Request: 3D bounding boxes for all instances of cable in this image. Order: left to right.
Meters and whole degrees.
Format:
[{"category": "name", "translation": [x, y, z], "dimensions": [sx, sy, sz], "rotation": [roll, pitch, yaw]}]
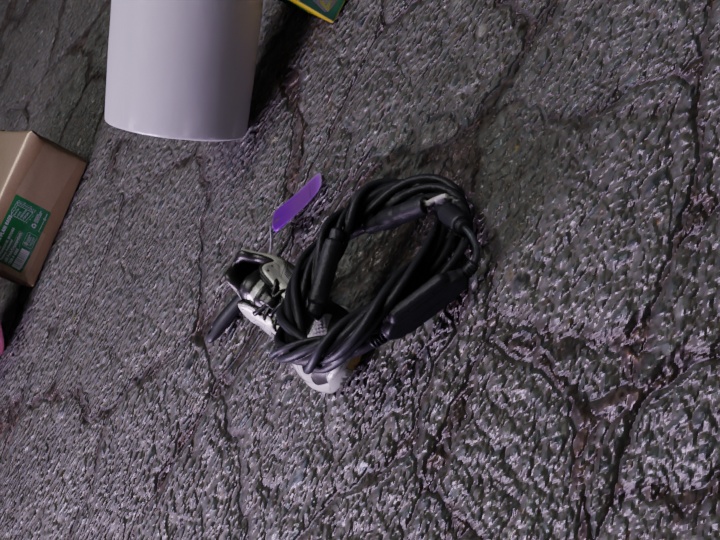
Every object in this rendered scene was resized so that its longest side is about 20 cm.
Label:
[{"category": "cable", "translation": [0.000, 0.000, 1.230], "dimensions": [0.200, 0.051, 0.164], "rotation": [-38, 38, 9]}]

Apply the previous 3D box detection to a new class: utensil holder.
[{"category": "utensil holder", "translation": [-0.190, -0.252, 1.671], "dimensions": [0.170, 0.169, 0.202], "rotation": [-145, 60, -63]}]

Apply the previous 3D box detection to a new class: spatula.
[{"category": "spatula", "translation": [-0.096, -0.009, 1.502], "dimensions": [0.201, 0.020, 0.057], "rotation": [-58, 14, 17]}]

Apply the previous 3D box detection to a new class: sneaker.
[{"category": "sneaker", "translation": [-0.063, 0.040, 1.329], "dimensions": [0.076, 0.087, 0.200], "rotation": [-59, 28, 4]}]

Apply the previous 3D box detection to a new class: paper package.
[{"category": "paper package", "translation": [-0.492, -0.092, 2.212], "dimensions": [0.190, 0.103, 0.201], "rotation": [9, 73, 63]}]

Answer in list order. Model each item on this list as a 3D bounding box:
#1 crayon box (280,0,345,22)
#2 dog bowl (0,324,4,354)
[{"category": "crayon box", "translation": [-0.032, -0.379, 1.679], "dimensions": [0.201, 0.058, 0.172], "rotation": [-62, 26, 5]}, {"category": "dog bowl", "translation": [-0.553, 0.051, 2.125], "dimensions": [0.200, 0.073, 0.201], "rotation": [46, 149, 39]}]
